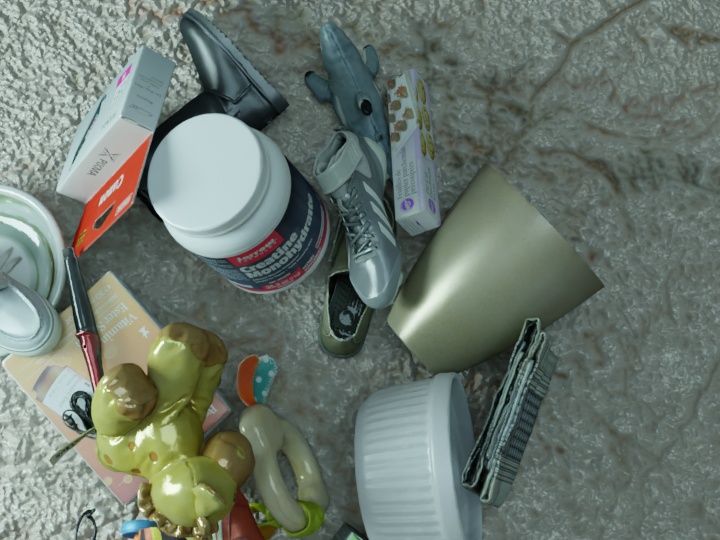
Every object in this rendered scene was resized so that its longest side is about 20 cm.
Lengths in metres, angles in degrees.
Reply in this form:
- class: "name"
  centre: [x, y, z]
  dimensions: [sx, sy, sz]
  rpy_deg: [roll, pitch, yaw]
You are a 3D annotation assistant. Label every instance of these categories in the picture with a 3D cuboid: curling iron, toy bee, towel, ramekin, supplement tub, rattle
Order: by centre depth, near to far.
- class: "toy bee"
  centre: [-0.199, 0.295, 1.209]
  dimensions: [0.108, 0.200, 0.132]
  rpy_deg: [-5, 87, 11]
- class: "curling iron"
  centre: [-0.290, 0.074, 1.217]
  dimensions: [0.049, 0.026, 0.201]
  rpy_deg: [-7, 83, -7]
- class: "supplement tub"
  centre: [-0.125, -0.067, 1.245]
  dimensions: [0.139, 0.200, 0.141]
  rpy_deg: [-5, 71, 16]
- class: "ramekin"
  centre: [0.062, 0.213, 1.253]
  dimensions: [0.104, 0.200, 0.202]
  rpy_deg: [-7, 83, 12]
- class: "towel"
  centre: [0.168, 0.159, 1.265]
  dimensions: [0.034, 0.200, 0.194]
  rpy_deg: [21, 81, 19]
- class: "rattle"
  centre: [-0.127, 0.204, 1.288]
  dimensions: [0.142, 0.130, 0.201]
  rpy_deg: [-23, 102, 35]

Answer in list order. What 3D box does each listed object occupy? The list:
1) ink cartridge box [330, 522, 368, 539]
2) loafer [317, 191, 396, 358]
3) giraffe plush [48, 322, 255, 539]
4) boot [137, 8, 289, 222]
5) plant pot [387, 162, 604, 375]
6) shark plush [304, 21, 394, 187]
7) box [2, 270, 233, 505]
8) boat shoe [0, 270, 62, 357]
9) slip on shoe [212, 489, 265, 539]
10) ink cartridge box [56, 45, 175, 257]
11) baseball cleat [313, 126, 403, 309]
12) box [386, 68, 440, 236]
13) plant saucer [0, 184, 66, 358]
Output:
- class: "ink cartridge box"
  centre: [-0.055, 0.370, 1.267]
  dimensions: [0.059, 0.104, 0.200]
  rpy_deg: [40, 82, 1]
- class: "loafer"
  centre: [0.000, 0.000, 1.333]
  dimensions: [0.075, 0.070, 0.201]
  rpy_deg: [10, 83, -3]
- class: "giraffe plush"
  centre: [-0.173, 0.173, 1.131]
  dimensions: [0.200, 0.173, 0.162]
  rpy_deg: [-45, 75, -2]
- class: "boot"
  centre: [-0.207, -0.176, 1.347]
  dimensions: [0.200, 0.066, 0.165]
  rpy_deg: [-44, 86, -4]
- class: "plant pot"
  centre: [0.131, 0.018, 1.302]
  dimensions: [0.200, 0.187, 0.187]
  rpy_deg: [-44, 88, 6]
- class: "shark plush"
  centre: [-0.005, -0.180, 1.348]
  dimensions: [0.090, 0.083, 0.201]
  rpy_deg: [-12, 84, -6]
- class: "box"
  centre: [-0.257, 0.127, 1.280]
  dimensions: [0.152, 0.106, 0.200]
  rpy_deg: [-42, 87, -8]
- class: "boat shoe"
  centre: [-0.398, 0.024, 1.222]
  dimensions: [0.200, 0.072, 0.070]
  rpy_deg: [30, 82, 22]
- class: "slip on shoe"
  centre: [-0.120, 0.284, 1.209]
  dimensions: [0.061, 0.074, 0.201]
  rpy_deg: [-6, 84, 1]
- class: "ink cartridge box"
  centre: [-0.270, -0.115, 1.241]
  dimensions: [0.043, 0.200, 0.175]
  rpy_deg: [25, 59, -23]
- class: "baseball cleat"
  centre: [-0.009, -0.059, 1.267]
  dimensions: [0.070, 0.106, 0.201]
  rpy_deg: [-26, 59, 32]
- class: "box"
  centre: [0.059, -0.135, 1.324]
  dimensions: [0.039, 0.041, 0.201]
  rpy_deg: [-20, 53, 25]
- class: "plant saucer"
  centre: [-0.411, 0.006, 1.299]
  dimensions: [0.199, 0.050, 0.202]
  rpy_deg: [-2, 75, 8]
